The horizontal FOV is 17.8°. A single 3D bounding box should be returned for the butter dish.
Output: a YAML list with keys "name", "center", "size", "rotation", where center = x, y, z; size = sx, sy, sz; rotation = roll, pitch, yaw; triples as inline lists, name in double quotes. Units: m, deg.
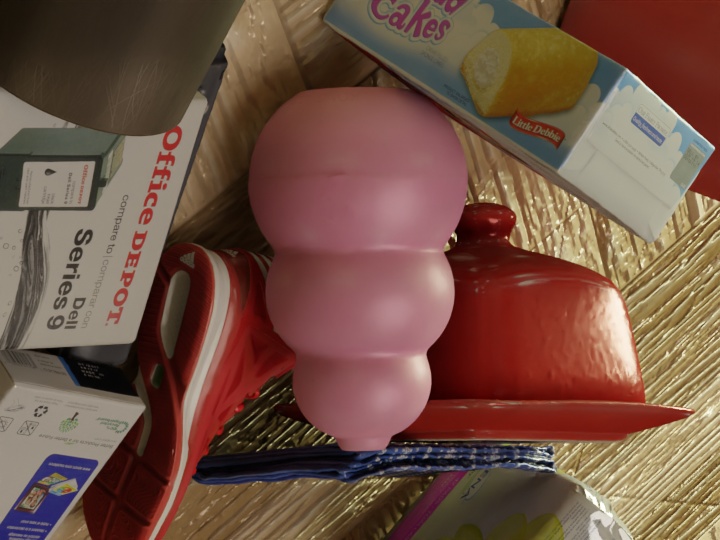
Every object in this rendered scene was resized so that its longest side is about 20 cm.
- name: "butter dish"
  center: [0.076, 0.032, 1.414]
  size: [0.199, 0.199, 0.149]
  rotation: [5, 82, -40]

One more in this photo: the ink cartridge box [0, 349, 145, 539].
- name: "ink cartridge box"
  center: [-0.211, 0.131, 1.261]
  size: [0.099, 0.039, 0.200]
  rotation: [15, 118, -49]

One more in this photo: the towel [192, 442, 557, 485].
- name: "towel"
  center: [0.009, 0.123, 1.428]
  size: [0.199, 0.144, 0.024]
  rotation: [6, 79, -47]

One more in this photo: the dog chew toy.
- name: "dog chew toy"
  center: [0.000, 0.000, 1.289]
  size: [0.124, 0.124, 0.201]
  rotation: [-1, 90, -45]

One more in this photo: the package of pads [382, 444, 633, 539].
- name: "package of pads"
  center: [0.084, 0.193, 1.506]
  size: [0.068, 0.200, 0.155]
  rotation: [44, 83, -18]

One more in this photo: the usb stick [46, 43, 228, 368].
- name: "usb stick"
  center: [-0.122, -0.035, 1.249]
  size: [0.055, 0.033, 0.201]
  rotation: [1, 117, -45]

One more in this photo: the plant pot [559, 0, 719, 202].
- name: "plant pot"
  center: [0.252, -0.126, 1.449]
  size: [0.200, 0.177, 0.201]
  rotation: [-26, 134, -31]

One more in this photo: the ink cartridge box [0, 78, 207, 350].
- name: "ink cartridge box"
  center: [-0.189, -0.041, 1.134]
  size: [0.199, 0.084, 0.147]
  rotation: [-2, 118, -45]

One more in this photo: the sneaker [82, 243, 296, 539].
- name: "sneaker"
  center: [-0.083, 0.082, 1.343]
  size: [0.115, 0.078, 0.201]
  rotation: [1, 118, -45]

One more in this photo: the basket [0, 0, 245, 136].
- name: "basket"
  center: [-0.099, -0.175, 1.065]
  size: [0.135, 0.180, 0.201]
  rotation: [8, 118, -33]

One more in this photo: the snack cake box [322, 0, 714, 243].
- name: "snack cake box"
  center: [0.086, -0.103, 1.275]
  size: [0.067, 0.200, 0.115]
  rotation: [-56, 142, 3]
